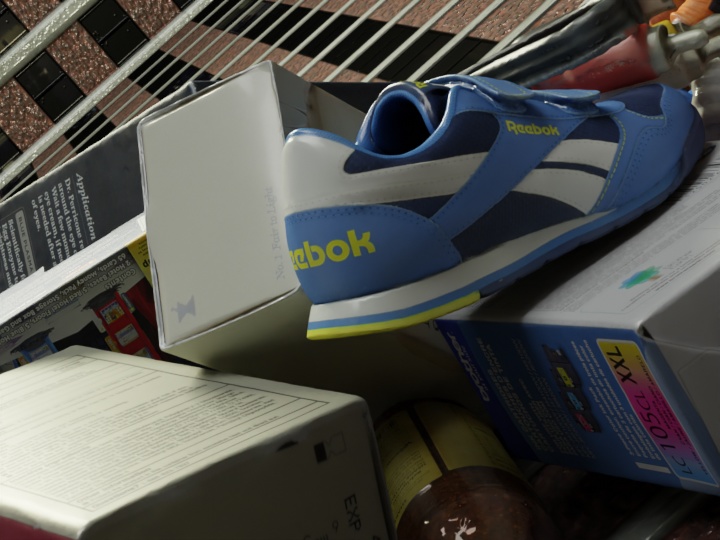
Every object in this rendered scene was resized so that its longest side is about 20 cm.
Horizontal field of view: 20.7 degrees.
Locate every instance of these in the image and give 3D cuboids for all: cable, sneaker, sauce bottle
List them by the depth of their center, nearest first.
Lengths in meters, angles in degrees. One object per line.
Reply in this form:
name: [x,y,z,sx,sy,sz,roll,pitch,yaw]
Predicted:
sneaker: [0.052,-0.042,0.738,0.199,0.083,0.074,-26,6,-36]
sauce bottle: [0.041,0.103,0.744,0.066,0.066,0.200,-40,14,4]
cable: [0.061,-0.068,0.835,0.199,0.051,0.097,-26,-1,21]

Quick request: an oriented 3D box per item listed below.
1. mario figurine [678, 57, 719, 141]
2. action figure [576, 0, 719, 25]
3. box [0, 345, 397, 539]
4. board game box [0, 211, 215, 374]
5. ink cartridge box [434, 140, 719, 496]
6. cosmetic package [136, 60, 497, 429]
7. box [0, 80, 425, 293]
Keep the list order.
mario figurine: [0.127,-0.069,0.915,0.200,0.106,0.124,-47,-21,-54]
action figure: [0.198,-0.186,1.064,0.194,0.104,0.200,-59,0,1]
box: [-0.094,0.107,0.740,0.127,0.110,0.200,-22,17,-36]
board game box: [-0.092,0.088,0.889,0.199,0.200,0.062,-31,16,-4]
ink cartridge box: [0.121,0.011,0.747,0.136,0.077,0.200,-34,14,-18]
cosmetic package: [0.000,0.000,0.829,0.073,0.200,0.104,-22,64,28]
box: [-0.060,-0.013,1.049,0.196,0.118,0.200,-5,-14,-45]
